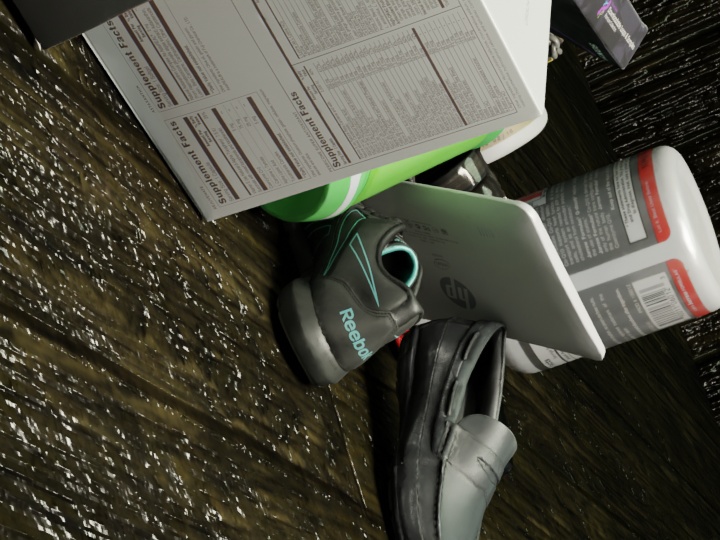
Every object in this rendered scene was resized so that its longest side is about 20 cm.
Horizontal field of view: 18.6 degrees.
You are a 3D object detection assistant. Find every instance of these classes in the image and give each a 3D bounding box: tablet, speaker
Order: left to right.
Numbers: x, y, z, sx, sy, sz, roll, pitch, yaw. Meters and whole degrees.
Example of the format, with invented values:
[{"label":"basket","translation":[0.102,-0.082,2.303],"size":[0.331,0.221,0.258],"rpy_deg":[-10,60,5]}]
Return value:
[{"label":"speaker","translation":[0.015,-0.093,1.321],"size":[0.199,0.088,0.089],"rpy_deg":[-27,94,-47]},{"label":"tablet","translation":[0.056,-0.005,1.378],"size":[0.199,0.014,0.131],"rpy_deg":[13,-37,46]}]

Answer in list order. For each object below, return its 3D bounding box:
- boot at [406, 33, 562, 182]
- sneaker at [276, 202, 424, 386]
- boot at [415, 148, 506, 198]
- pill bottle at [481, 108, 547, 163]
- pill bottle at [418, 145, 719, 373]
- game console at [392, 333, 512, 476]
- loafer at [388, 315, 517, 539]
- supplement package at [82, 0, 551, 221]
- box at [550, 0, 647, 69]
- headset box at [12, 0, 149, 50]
[{"label":"boot","translation":[0.056,-0.121,1.488],"size":[0.069,0.173,0.201],"rpy_deg":[46,23,-58]},{"label":"sneaker","translation":[0.000,0.000,1.300],"size":[0.076,0.079,0.200],"rpy_deg":[60,13,-25]},{"label":"boot","translation":[0.110,-0.011,1.700],"size":[0.175,0.069,0.200],"rpy_deg":[54,6,-6]},{"label":"pill bottle","translation":[0.071,-0.192,1.862],"size":[0.201,0.110,0.111],"rpy_deg":[63,13,-15]},{"label":"pill bottle","translation":[0.137,0.001,1.485],"size":[0.116,0.198,0.117],"rpy_deg":[-19,90,-74]},{"label":"game console","translation":[0.053,0.035,1.591],"size":[0.200,0.031,0.178],"rpy_deg":[51,25,-49]},{"label":"loafer","translation":[0.058,0.110,1.324],"size":[0.068,0.070,0.202],"rpy_deg":[56,28,-43]},{"label":"supplement package","translation":[-0.020,-0.152,1.151],"size":[0.151,0.198,0.152],"rpy_deg":[57,27,-35]},{"label":"box","translation":[0.067,-0.194,1.307],"size":[0.199,0.036,0.143],"rpy_deg":[29,-2,23]},{"label":"headset box","translation":[-0.150,-0.212,1.048],"size":[0.201,0.074,0.149],"rpy_deg":[-93,157,-58]}]
